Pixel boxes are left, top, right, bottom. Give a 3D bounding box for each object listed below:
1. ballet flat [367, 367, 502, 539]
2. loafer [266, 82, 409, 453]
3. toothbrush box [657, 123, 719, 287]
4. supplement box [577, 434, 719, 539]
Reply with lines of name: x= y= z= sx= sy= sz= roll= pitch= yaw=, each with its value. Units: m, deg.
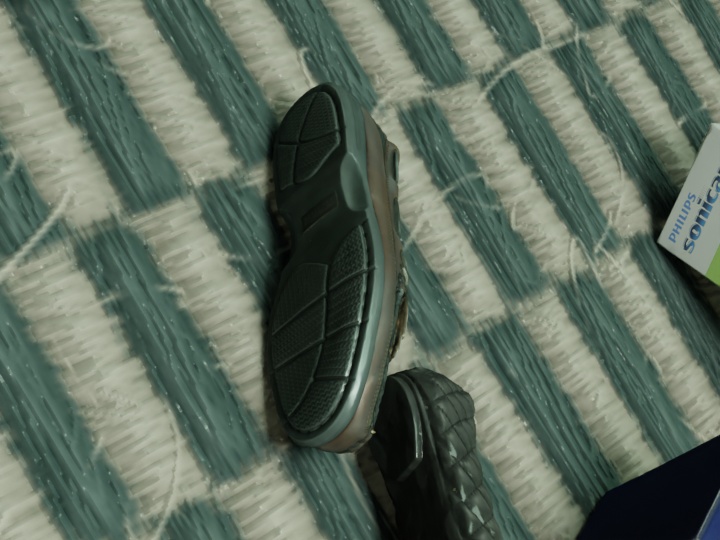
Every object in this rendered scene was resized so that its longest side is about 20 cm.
ballet flat: x=0.051 y=0.133 z=0.855 sx=0.057 sy=0.066 sz=0.200 roll=7 pitch=59 yaw=-37
loafer: x=0.000 y=0.000 z=0.900 sx=0.063 sy=0.072 sz=0.200 roll=29 pitch=44 yaw=-36
toothbrush box: x=0.298 y=-0.002 z=1.106 sx=0.145 sy=0.086 sz=0.200 roll=0 pitch=29 yaw=-44
supplement box: x=0.201 y=0.191 z=0.931 sx=0.200 sy=0.109 sz=0.110 roll=49 pitch=40 yaw=-7
